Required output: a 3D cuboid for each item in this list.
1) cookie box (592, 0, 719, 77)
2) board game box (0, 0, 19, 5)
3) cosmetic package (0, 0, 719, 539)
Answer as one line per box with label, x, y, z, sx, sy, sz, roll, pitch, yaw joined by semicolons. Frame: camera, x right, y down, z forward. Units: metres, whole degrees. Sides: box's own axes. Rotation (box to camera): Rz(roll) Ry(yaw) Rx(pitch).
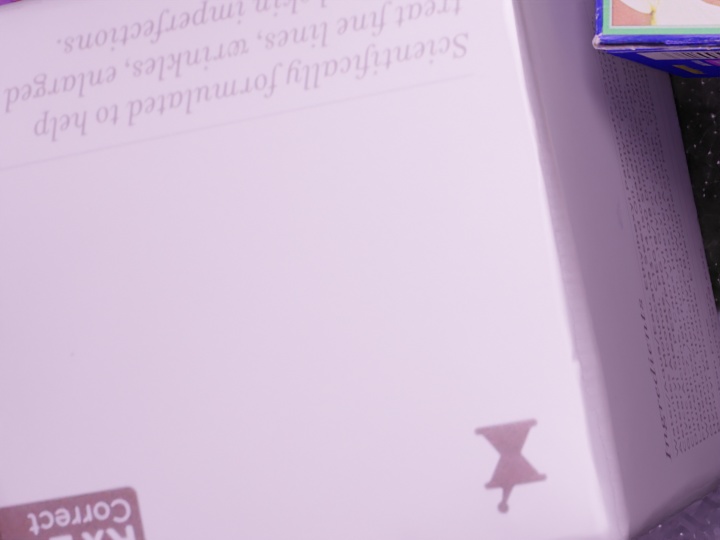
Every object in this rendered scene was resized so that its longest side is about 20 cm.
cookie box;0.111;-0.156;0.797;0.075;0.171;0.201;0;92;14
board game box;-0.140;-0.043;0.902;0.032;0.120;0.201;-25;84;44
cosmetic package;0.000;0.000;0.817;0.164;0.200;0.166;-11;88;15
